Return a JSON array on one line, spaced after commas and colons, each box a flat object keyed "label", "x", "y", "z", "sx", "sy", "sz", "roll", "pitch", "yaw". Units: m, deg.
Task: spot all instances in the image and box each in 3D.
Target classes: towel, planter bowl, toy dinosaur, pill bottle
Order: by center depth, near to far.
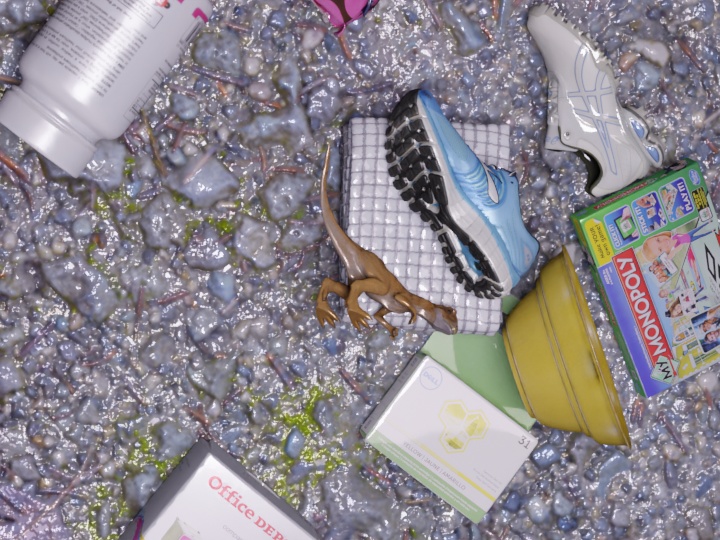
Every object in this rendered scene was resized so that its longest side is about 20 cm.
[{"label": "toy dinosaur", "x": 0.000, "y": 0.000, "z": 1.353, "sx": 0.200, "sy": 0.060, "sz": 0.106, "roll": 46, "pitch": 52, "yaw": -10}, {"label": "pill bottle", "x": -0.234, "y": -0.191, "z": 1.356, "sx": 0.113, "sy": 0.113, "sz": 0.201, "roll": 37, "pitch": 87, "yaw": -11}, {"label": "planter bowl", "x": 0.185, "y": 0.084, "z": 1.421, "sx": 0.083, "sy": 0.200, "sz": 0.202, "roll": -19, "pitch": 98, "yaw": 10}, {"label": "towel", "x": 0.059, "y": -0.040, "z": 1.431, "sx": 0.164, "sy": 0.086, "sz": 0.202, "roll": 3, "pitch": 86, "yaw": -12}]

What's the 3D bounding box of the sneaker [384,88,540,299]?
[{"label": "sneaker", "x": 0.095, "y": -0.076, "z": 1.373, "sx": 0.090, "sy": 0.078, "sz": 0.201, "roll": -33, "pitch": 98, "yaw": -31}]

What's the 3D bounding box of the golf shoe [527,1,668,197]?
[{"label": "golf shoe", "x": 0.208, "y": -0.162, "z": 1.461, "sx": 0.097, "sy": 0.078, "sz": 0.201, "roll": -37, "pitch": 98, "yaw": 0}]

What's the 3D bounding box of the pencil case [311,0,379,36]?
[{"label": "pencil case", "x": -0.058, "y": -0.315, "z": 1.396, "sx": 0.200, "sy": 0.091, "sz": 0.094, "roll": 43, "pitch": 100, "yaw": -8}]

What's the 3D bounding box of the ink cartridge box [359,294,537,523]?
[{"label": "ink cartridge box", "x": 0.114, "y": 0.123, "z": 1.476, "sx": 0.145, "sy": 0.048, "sz": 0.201, "roll": 37, "pitch": 89, "yaw": -10}]

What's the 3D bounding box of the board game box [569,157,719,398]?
[{"label": "board game box", "x": 0.303, "y": 0.009, "z": 1.496, "sx": 0.134, "sy": 0.029, "sz": 0.201, "roll": -26, "pitch": 107, "yaw": -8}]

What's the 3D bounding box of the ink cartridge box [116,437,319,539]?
[{"label": "ink cartridge box", "x": -0.153, "y": 0.281, "z": 1.419, "sx": 0.144, "sy": 0.085, "sz": 0.200, "roll": 40, "pitch": 85, "yaw": -10}]
